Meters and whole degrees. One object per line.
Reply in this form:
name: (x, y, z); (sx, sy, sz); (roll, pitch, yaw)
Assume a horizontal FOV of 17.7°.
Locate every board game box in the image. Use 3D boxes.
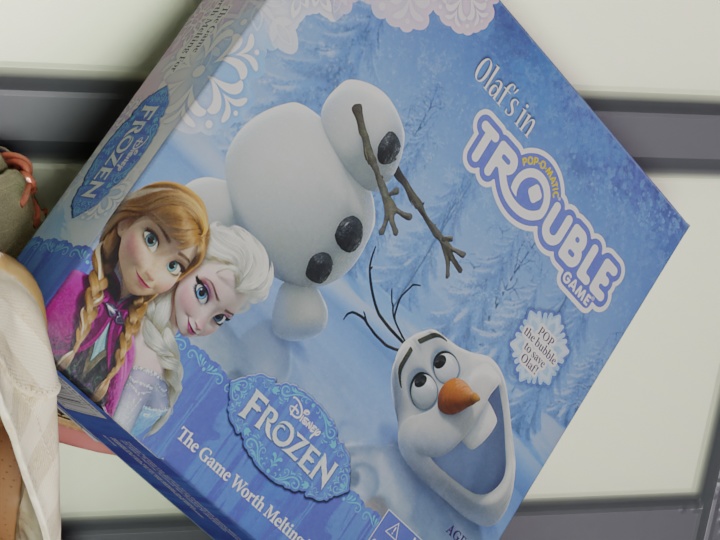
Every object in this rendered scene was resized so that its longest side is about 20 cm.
board game box: (0.000, 0.000, 0.779); (0.200, 0.043, 0.199); (45, 68, -32)

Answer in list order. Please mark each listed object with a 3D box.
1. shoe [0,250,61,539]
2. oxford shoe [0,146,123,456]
shoe: (-0.124, 0.089, 0.690); (0.070, 0.053, 0.201); (-2, 123, -16)
oxford shoe: (-0.115, 0.003, 0.754); (0.199, 0.070, 0.075); (26, 97, -31)
